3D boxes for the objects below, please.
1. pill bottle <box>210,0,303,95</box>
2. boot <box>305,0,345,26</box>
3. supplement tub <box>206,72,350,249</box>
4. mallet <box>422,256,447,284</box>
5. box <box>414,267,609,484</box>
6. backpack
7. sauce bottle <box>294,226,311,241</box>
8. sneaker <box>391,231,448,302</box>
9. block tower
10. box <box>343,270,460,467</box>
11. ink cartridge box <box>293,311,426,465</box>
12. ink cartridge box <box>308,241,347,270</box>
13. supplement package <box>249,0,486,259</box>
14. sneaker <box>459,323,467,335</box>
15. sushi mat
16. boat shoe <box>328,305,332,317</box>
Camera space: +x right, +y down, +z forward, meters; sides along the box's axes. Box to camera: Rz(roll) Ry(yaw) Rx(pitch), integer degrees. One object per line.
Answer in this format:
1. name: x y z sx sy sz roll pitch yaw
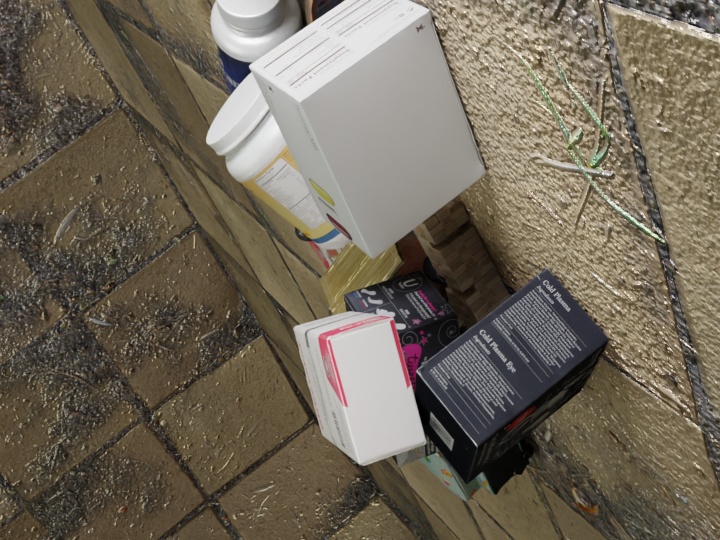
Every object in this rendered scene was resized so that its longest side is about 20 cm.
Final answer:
1. pill bottle: -0.123 -0.284 1.327 0.111 0.111 0.200 49 167 19
2. boot: -0.041 -0.249 1.195 0.097 0.075 0.201 42 165 34
3. supplement tub: -0.068 -0.136 1.287 0.199 0.145 0.144 39 174 -22
4. mallet: 0.066 -0.071 1.388 0.201 0.041 0.066 60 171 -1
5. box: 0.158 0.122 1.192 0.104 0.181 0.200 49 168 18
6. backpack: 0.144 0.236 1.659 0.200 0.153 0.176 49 174 49
7. sauce bottle: -0.077 -0.131 1.557 0.066 0.065 0.202 44 144 39
8. sneaker: 0.081 0.023 1.487 0.080 0.070 0.202 -104 -2 -62
9. block tower: 0.128 0.005 1.296 0.201 0.054 0.058 59 168 -26
10. box: 0.065 0.126 1.406 0.132 0.113 0.202 -128 23 -57
11. ink cartridge box: -0.005 0.129 1.258 0.200 0.083 0.147 -179 73 -76
12. ink cartridge box: 0.010 -0.014 1.628 0.146 0.083 0.200 56 168 -12
13. supplement package: 0.011 -0.147 1.078 0.111 0.155 0.201 39 160 49
14. sneaker: 0.165 0.123 1.387 0.079 0.095 0.200 57 169 -26
15. sushi mat: 0.000 0.000 1.480 0.200 0.012 0.097 -51 49 47
16. boat shoe: 0.036 0.102 1.666 0.198 0.058 0.067 16 179 -28
